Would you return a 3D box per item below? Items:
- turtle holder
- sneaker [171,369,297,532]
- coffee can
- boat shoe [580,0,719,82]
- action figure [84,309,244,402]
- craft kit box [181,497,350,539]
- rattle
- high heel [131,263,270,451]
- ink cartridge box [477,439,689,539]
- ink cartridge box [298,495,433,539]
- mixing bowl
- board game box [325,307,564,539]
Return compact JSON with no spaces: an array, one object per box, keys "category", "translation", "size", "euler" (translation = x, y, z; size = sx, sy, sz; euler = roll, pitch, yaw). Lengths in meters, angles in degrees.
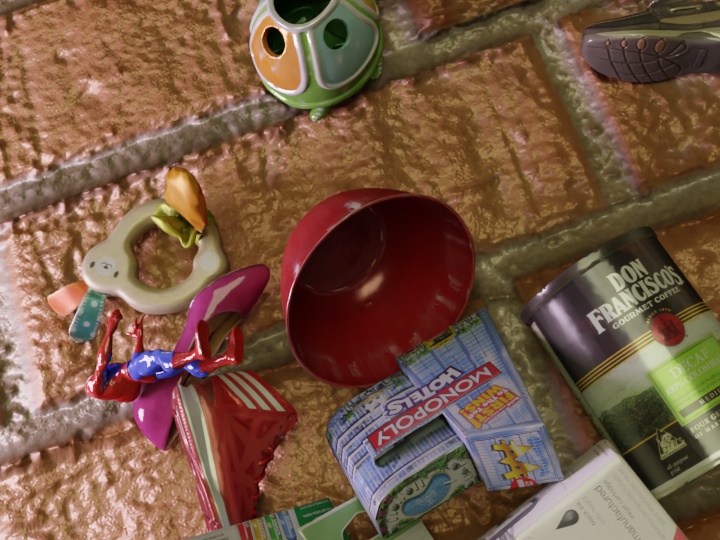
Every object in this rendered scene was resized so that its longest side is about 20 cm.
[{"category":"turtle holder","translation":[-0.032,-0.265,0.954],"size":[0.184,0.132,0.142],"euler":[-22,70,0]},{"category":"sneaker","translation":[-0.099,0.191,0.847],"size":[0.114,0.078,0.202],"euler":[-17,92,-21]},{"category":"coffee can","translation":[0.260,0.084,0.801],"size":[0.145,0.147,0.201],"euler":[-31,72,-4]},{"category":"boat shoe","translation":[0.330,-0.251,0.945],"size":[0.197,0.075,0.074],"euler":[0,62,-2]},{"category":"action figure","translation":[-0.198,0.066,0.835],"size":[0.199,0.065,0.100],"euler":[-24,63,34]},{"category":"craft kit box","translation":[-0.051,0.302,0.741],"size":[0.048,0.199,0.199],"euler":[-39,68,27]},{"category":"rattle","translation":[-0.240,-0.010,0.899],"size":[0.198,0.143,0.132],"euler":[-19,89,-6]},{"category":"high heel","translation":[-0.149,0.086,0.890],"size":[0.200,0.067,0.096],"euler":[-44,62,8]},{"category":"ink cartridge box","translation":[0.169,0.258,0.711],"size":[0.200,0.085,0.146],"euler":[-40,82,5]},{"category":"ink cartridge box","translation":[0.034,0.294,0.765],"size":[0.201,0.145,0.048],"euler":[52,123,19]},{"category":"mixing bowl","translation":[0.000,0.000,0.854],"size":[0.199,0.201,0.108],"euler":[-38,39,-6]},{"category":"board game box","translation":[0.078,0.136,0.777],"size":[0.199,0.200,0.062],"euler":[-29,114,-9]}]
